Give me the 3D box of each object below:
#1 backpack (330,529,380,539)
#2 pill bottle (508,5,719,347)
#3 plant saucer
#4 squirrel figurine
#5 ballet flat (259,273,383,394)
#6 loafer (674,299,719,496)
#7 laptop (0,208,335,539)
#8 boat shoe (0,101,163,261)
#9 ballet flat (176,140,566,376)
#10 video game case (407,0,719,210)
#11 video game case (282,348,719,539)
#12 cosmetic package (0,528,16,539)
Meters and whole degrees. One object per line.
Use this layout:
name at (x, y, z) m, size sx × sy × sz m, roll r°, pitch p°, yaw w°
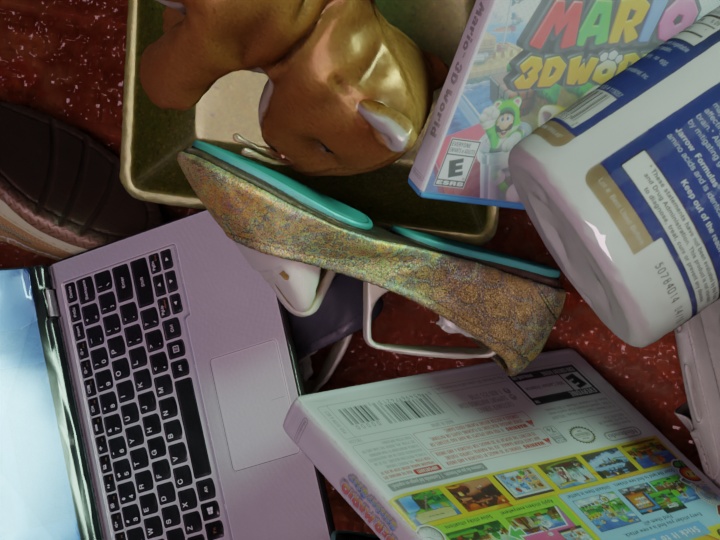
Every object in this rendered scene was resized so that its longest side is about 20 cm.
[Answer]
backpack at (0.078, 0.215, 0.900) m, size 0.199 × 0.176 × 0.154 m, roll 1°, pitch 113°, yaw -20°
pill bottle at (0.177, -0.063, 0.895) m, size 0.200 × 0.111 × 0.111 m, roll -34°, pitch 94°, yaw -4°
plant saucer at (-0.016, -0.126, 0.985) m, size 0.199 × 0.048 × 0.201 m, roll 8°, pitch 105°, yaw 13°
squirrel figurine at (-0.021, -0.140, 0.889) m, size 0.200 × 0.142 × 0.187 m, roll -40°, pitch 97°, yaw 22°
ballet flat at (-0.060, 0.053, 1.025) m, size 0.073 × 0.073 × 0.200 m, roll 49°, pitch 124°, yaw -1°
loafer at (0.194, 0.074, 0.976) m, size 0.070 × 0.070 × 0.201 m, roll 6°, pitch 108°, yaw 50°
laptop at (-0.138, 0.074, 0.937) m, size 0.199 × 0.116 × 0.188 m, roll -18°, pitch 78°, yaw 21°
boat shoe at (-0.199, -0.048, 1.051) m, size 0.199 × 0.072 × 0.076 m, roll 30°, pitch 135°, yaw 5°
ballet flat at (0.000, 0.000, 0.930) m, size 0.199 × 0.071 × 0.071 m, roll 20°, pitch 109°, yaw -10°
video game case at (0.116, -0.117, 0.909) m, size 0.142 × 0.018 × 0.201 m, roll 5°, pitch 119°, yaw -31°
video game case at (0.090, 0.110, 0.904) m, size 0.182 × 0.199 × 0.023 m, roll 45°, pitch 124°, yaw 32°
cosmetic package at (-0.260, 0.128, 1.058) m, size 0.199 × 0.123 × 0.200 m, roll 48°, pitch 123°, yaw -1°
